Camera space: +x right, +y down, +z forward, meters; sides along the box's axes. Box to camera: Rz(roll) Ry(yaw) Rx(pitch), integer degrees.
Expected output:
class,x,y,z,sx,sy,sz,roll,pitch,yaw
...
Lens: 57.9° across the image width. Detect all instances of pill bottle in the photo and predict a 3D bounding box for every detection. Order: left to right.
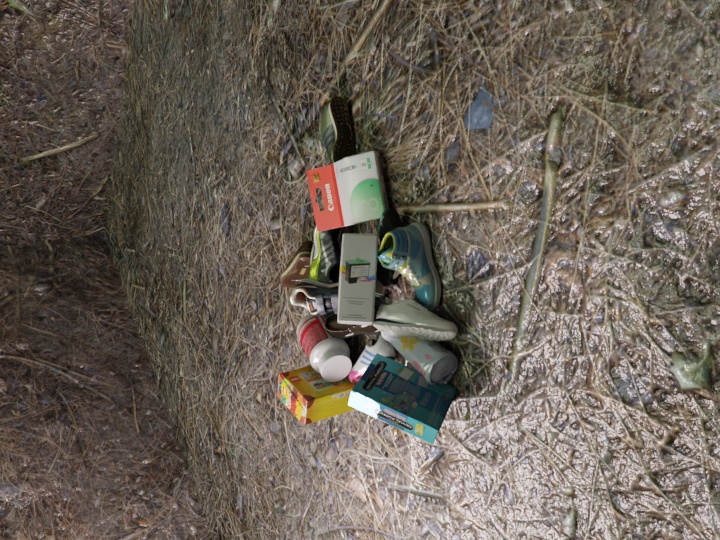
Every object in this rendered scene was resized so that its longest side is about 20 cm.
class,x,y,z,sx,sy,sz,roll,pitch,yaw
pill bottle,-0.095,0.207,1.760,0.200,0.112,0.113,-126,40,-55

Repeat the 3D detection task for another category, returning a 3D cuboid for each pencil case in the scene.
class,x,y,z,sx,sy,sz,roll,pitch,yaw
pencil case,0.132,0.174,1.478,0.083,0.091,0.200,-53,48,4

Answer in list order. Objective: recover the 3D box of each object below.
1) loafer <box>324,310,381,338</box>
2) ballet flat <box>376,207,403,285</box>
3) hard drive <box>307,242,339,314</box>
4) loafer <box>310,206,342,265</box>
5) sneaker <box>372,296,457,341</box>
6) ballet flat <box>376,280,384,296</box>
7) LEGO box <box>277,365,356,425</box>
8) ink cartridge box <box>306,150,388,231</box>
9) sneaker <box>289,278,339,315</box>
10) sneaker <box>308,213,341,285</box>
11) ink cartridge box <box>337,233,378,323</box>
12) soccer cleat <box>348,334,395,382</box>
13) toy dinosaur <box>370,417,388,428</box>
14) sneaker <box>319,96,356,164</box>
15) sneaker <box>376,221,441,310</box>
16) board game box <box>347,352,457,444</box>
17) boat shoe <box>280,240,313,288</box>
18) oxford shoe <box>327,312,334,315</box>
class,x,y,z,sx,sy,sz,roll,pitch,yaw
loafer,-0.021,0.123,1.659,0.199,0.071,0.073,-10,50,39
ballet flat,0.079,-0.050,1.522,0.068,0.068,0.201,34,136,35
hard drive,-0.123,0.022,1.859,0.140,0.033,0.200,62,142,25
loafer,-0.085,-0.070,1.731,0.063,0.072,0.201,14,98,29
sneaker,0.121,0.103,1.420,0.199,0.076,0.081,7,64,31
ballet flat,0.000,0.000,1.650,0.200,0.069,0.070,33,125,48
LEGO box,-0.100,0.321,1.751,0.149,0.199,0.077,33,124,48
ink cartridge box,-0.037,-0.189,1.577,0.199,0.050,0.162,-10,90,19
sneaker,-0.083,0.074,1.623,0.199,0.079,0.079,5,124,28
sneaker,-0.073,-0.051,1.660,0.081,0.074,0.201,15,106,32
ink cartridge box,-0.008,0.023,1.506,0.145,0.084,0.201,106,167,-83
soccer cleat,0.030,0.227,1.668,0.200,0.070,0.087,-44,45,50
toy dinosaur,0.075,0.303,1.597,0.136,0.086,0.200,66,148,20
sneaker,-0.063,-0.334,1.659,0.090,0.067,0.201,4,101,63
sneaker,0.100,-0.001,1.437,0.079,0.130,0.201,-18,85,55
board game box,0.094,0.276,1.422,0.199,0.151,0.047,22,123,13
boat shoe,-0.171,-0.018,1.843,0.202,0.074,0.075,-44,39,52
oxford shoe,-0.041,0.081,1.740,0.200,0.071,0.072,-24,54,53
